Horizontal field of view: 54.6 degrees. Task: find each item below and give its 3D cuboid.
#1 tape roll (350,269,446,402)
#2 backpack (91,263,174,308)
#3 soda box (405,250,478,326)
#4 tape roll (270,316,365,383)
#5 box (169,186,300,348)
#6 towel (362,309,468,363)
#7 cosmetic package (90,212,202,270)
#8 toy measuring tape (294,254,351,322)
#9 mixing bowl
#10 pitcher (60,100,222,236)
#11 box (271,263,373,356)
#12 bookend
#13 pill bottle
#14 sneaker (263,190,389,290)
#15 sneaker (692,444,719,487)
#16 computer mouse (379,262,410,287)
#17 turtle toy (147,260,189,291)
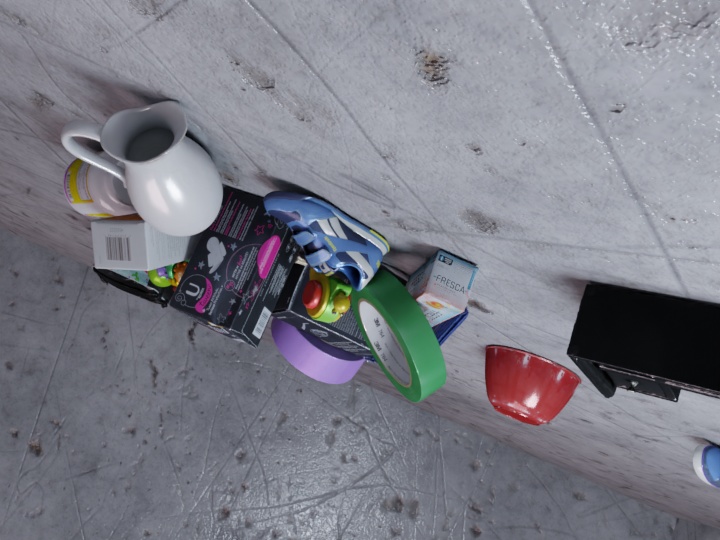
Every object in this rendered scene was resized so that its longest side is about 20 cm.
[{"bbox_3d":[0.054,0.099,1.053,0.202,0.048,0.202,54,162,27],"label":"tape roll"},{"bbox_3d":[-0.577,-0.008,1.788,0.196,0.153,0.178,14,163,2],"label":"backpack"},{"bbox_3d":[0.109,0.033,1.031,0.063,0.069,0.200,23,167,-4],"label":"soda box"},{"bbox_3d":[-0.076,0.126,1.379,0.198,0.066,0.201,27,-152,-15],"label":"tape roll"},{"bbox_3d":[-0.187,-0.003,1.084,0.113,0.203,0.132,19,166,16],"label":"box"},{"bbox_3d":[0.094,0.115,1.239,0.024,0.145,0.199,53,158,-14],"label":"towel"},{"bbox_3d":[-0.302,-0.053,1.066,0.099,0.073,0.200,2,-169,20],"label":"cosmetic package"},{"bbox_3d":[-0.067,0.032,1.073,0.073,0.074,0.199,30,-179,-31],"label":"toy measuring tape"},{"bbox_3d":[0.326,0.238,1.381,0.197,0.110,0.200,20,165,5],"label":"mixing bowl"},{"bbox_3d":[-0.274,-0.129,0.904,0.168,0.124,0.201,6,157,8],"label":"pitcher"},{"bbox_3d":[-0.046,0.068,1.245,0.198,0.106,0.148,28,166,-18],"label":"box"},{"bbox_3d":[0.380,0.111,0.847,0.196,0.094,0.200,12,164,36],"label":"bookend"},{"bbox_3d":[-0.394,-0.138,1.107,0.104,0.106,0.198,32,163,-36],"label":"pill bottle"},{"bbox_3d":[-0.052,-0.043,0.972,0.198,0.083,0.074,29,167,-20],"label":"sneaker"},{"bbox_3d":[0.774,0.403,1.377,0.198,0.082,0.146,32,155,-24],"label":"sneaker"},{"bbox_3d":[0.000,0.000,1.133,0.197,0.045,0.109,27,165,-16],"label":"computer mouse"},{"bbox_3d":[-0.315,-0.007,1.264,0.198,0.103,0.145,14,164,41],"label":"turtle toy"}]
